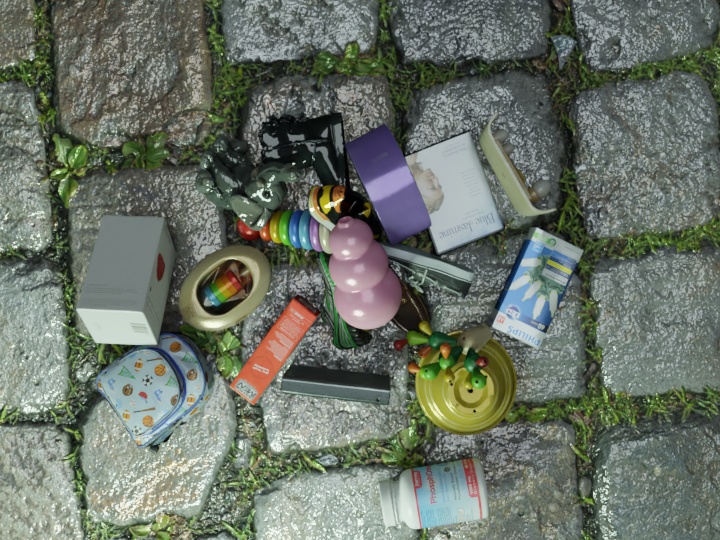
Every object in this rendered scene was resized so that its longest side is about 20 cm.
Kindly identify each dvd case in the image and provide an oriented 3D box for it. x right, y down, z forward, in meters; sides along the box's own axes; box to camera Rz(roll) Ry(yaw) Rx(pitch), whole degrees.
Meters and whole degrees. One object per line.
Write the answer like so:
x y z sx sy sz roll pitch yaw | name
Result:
0.177 -0.147 1.462 0.140 0.018 0.204 -20 92 1 | dvd case

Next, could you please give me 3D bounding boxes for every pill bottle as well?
0.137 0.422 1.437 0.196 0.109 0.111 -10 92 1 | pill bottle

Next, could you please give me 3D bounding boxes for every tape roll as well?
0.049 -0.153 1.374 0.084 0.200 0.203 -25 91 1 | tape roll

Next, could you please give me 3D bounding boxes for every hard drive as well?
-0.043 0.211 1.418 0.195 0.140 0.034 6 93 1 | hard drive

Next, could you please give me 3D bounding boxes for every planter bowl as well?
0.203 0.219 1.441 0.196 0.083 0.205 0 92 2 | planter bowl

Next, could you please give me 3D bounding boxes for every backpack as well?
-0.377 0.210 1.429 0.189 0.154 0.201 -36 88 -8 | backpack

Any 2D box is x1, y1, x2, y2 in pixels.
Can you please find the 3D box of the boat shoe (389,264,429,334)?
0.056 0.044 1.444 0.070 0.070 0.201 -39 91 13 | boat shoe

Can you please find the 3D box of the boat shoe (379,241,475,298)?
0.117 0.002 1.438 0.196 0.074 0.069 17 101 -19 | boat shoe

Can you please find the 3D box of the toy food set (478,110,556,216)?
0.285 -0.189 1.395 0.060 0.144 0.202 -30 91 3 | toy food set

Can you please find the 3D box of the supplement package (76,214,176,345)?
-0.417 0.016 1.387 0.117 0.122 0.203 2 57 1 | supplement package

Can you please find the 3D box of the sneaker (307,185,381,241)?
-0.006 -0.094 1.366 0.089 0.199 0.071 -2 69 37 | sneaker

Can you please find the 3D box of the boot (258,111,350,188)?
-0.104 -0.202 1.441 0.159 0.073 0.203 -6 93 4 | boot

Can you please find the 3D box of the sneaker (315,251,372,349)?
-0.051 0.054 1.446 0.084 0.078 0.204 -23 79 29 | sneaker

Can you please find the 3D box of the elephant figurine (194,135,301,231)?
-0.189 -0.146 1.375 0.197 0.155 0.144 26 98 16 | elephant figurine

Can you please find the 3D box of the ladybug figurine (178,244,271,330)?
-0.256 0.033 1.452 0.198 0.072 0.137 -33 91 2 | ladybug figurine

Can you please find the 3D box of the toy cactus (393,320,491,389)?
0.169 0.139 1.385 0.163 0.198 0.104 -28 117 -31 | toy cactus

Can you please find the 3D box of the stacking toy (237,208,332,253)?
-0.138 -0.078 1.437 0.196 0.085 0.087 3 92 17 | stacking toy

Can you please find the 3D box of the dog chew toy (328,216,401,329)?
0.000 0.000 1.331 0.122 0.125 0.203 -16 118 2 | dog chew toy

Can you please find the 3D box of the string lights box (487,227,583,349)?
0.328 0.032 1.444 0.101 0.059 0.203 24 93 -1 | string lights box

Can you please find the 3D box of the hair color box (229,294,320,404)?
-0.158 0.146 1.439 0.061 0.102 0.202 35 92 -1 | hair color box
